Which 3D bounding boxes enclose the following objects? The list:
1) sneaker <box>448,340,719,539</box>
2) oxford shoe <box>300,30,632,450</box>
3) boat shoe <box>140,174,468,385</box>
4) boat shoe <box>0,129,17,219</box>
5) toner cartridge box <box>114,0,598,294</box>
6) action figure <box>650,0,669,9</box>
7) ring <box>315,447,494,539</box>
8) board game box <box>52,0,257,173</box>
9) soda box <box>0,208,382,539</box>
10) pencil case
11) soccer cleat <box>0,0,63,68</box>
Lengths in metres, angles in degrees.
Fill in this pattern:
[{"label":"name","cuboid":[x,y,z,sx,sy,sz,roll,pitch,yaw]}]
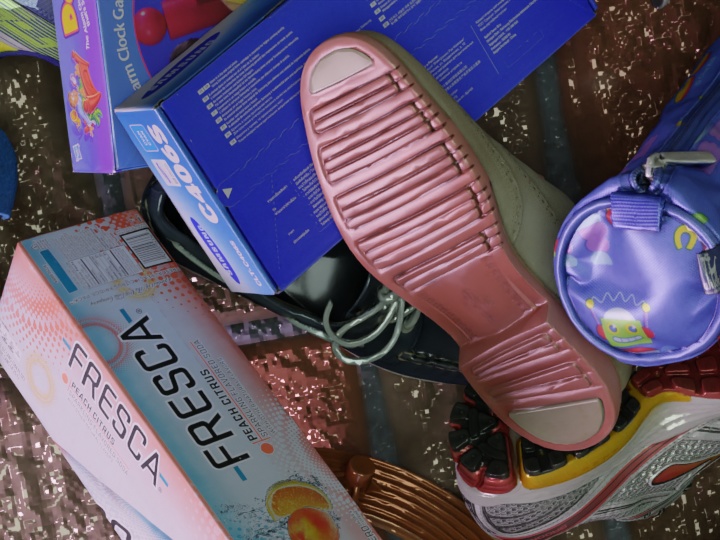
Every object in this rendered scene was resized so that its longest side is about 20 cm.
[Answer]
[{"label":"sneaker","cuboid":[0.130,0.059,1.142,0.199,0.078,0.082,-20,140,-11]},{"label":"oxford shoe","cuboid":[0.045,-0.021,1.062,0.070,0.074,0.201,-19,114,35]},{"label":"boat shoe","cuboid":[0.000,0.000,1.129,0.199,0.062,0.075,26,92,-5]},{"label":"boat shoe","cuboid":[-0.236,-0.062,1.077,0.068,0.085,0.200,-26,127,39]},{"label":"toner cartridge box","cuboid":[0.001,-0.088,1.082,0.200,0.043,0.095,-41,110,-23]},{"label":"action figure","cuboid":[0.092,-0.201,1.044,0.104,0.200,0.195,-26,84,21]},{"label":"ring","cuboid":[-0.004,0.150,1.092,0.199,0.201,0.019,19,132,-4]},{"label":"board game box","cuboid":[-0.064,-0.149,1.093,0.134,0.045,0.202,-9,97,-29]},{"label":"soda box","cuboid":[-0.076,0.070,1.076,0.063,0.069,0.200,-17,56,-35]},{"label":"pencil case","cuboid":[0.150,-0.043,1.066,0.078,0.200,0.087,14,127,25]},{"label":"soccer cleat","cuboid":[-0.205,-0.108,1.112,0.198,0.065,0.084,1,108,0]}]
